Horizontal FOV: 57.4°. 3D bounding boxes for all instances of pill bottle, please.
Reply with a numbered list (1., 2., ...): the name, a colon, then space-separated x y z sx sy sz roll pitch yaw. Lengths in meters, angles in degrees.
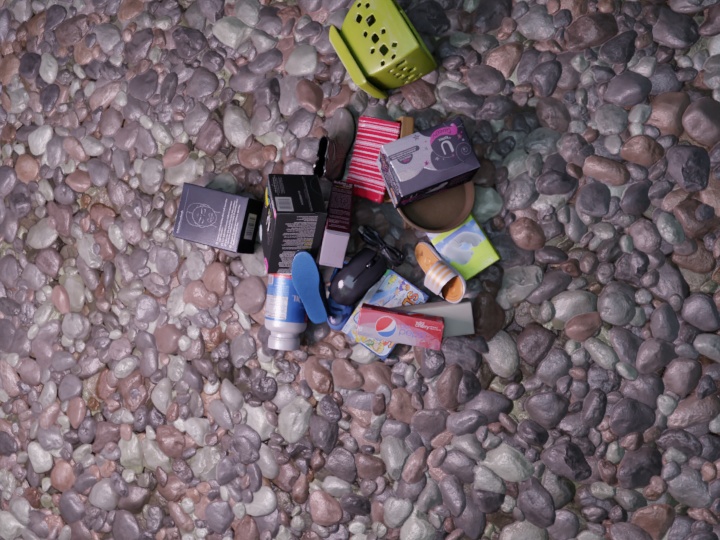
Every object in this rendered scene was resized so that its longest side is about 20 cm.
1. pill bottle: -0.189 0.100 1.697 0.111 0.112 0.202 5 91 16

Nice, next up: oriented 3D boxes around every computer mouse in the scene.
1. computer mouse: 0.000 0.000 1.600 0.138 0.053 0.200 40 92 0

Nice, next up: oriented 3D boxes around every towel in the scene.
1. towel: 0.027 -0.279 1.644 0.144 0.022 0.202 25 106 43

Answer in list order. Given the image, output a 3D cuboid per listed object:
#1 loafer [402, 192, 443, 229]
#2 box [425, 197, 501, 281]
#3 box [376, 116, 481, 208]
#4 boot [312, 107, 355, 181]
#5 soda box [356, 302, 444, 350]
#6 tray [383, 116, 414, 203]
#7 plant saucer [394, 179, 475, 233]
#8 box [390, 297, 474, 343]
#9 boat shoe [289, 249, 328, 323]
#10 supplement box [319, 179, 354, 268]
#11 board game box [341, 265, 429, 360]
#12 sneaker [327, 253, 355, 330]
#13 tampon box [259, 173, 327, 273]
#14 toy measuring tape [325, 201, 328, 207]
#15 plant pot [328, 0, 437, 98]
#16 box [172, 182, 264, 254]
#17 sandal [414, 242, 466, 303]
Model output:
1. loafer: 0.169 -0.182 1.616 0.067 0.076 0.201 30 91 7
2. box: 0.240 -0.080 1.612 0.121 0.048 0.201 -34 80 15
3. box: 0.153 -0.246 1.504 0.198 0.115 0.133 -21 83 -8
4. boot: -0.067 -0.324 1.661 0.067 0.131 0.202 10 91 15
5. soda box: 0.093 0.130 1.533 0.198 0.063 0.071 10 98 3
6. tray: 0.095 -0.271 1.632 0.037 0.099 0.202 3 90 -20
7. plant saucer: 0.174 -0.184 1.568 0.198 0.029 0.202 1 80 -5
8. box: 0.172 0.120 1.593 0.198 0.068 0.083 -6 97 3
9. boat shoe: -0.128 0.035 1.623 0.083 0.069 0.202 -4 118 6
10. supplement box: -0.057 -0.116 1.608 0.060 0.201 0.109 9 136 -6
11. board game box: 0.062 0.106 1.653 0.135 0.034 0.201 34 98 1
12. sneaker: -0.051 0.055 1.674 0.073 0.082 0.202 13 95 14
13. tampon box: -0.170 -0.114 1.615 0.125 0.201 0.151 -1 47 -18
14. toy measuring tape: -0.166 -0.167 1.717 0.198 0.074 0.074 -3 88 16
15. plant pot: 0.048 -0.545 1.605 0.181 0.199 0.201 -32 81 19
16. box: -0.379 -0.138 1.757 0.198 0.107 0.150 15 93 15
17. sandal: 0.174 0.007 1.580 0.207 0.059 0.080 50 131 42
